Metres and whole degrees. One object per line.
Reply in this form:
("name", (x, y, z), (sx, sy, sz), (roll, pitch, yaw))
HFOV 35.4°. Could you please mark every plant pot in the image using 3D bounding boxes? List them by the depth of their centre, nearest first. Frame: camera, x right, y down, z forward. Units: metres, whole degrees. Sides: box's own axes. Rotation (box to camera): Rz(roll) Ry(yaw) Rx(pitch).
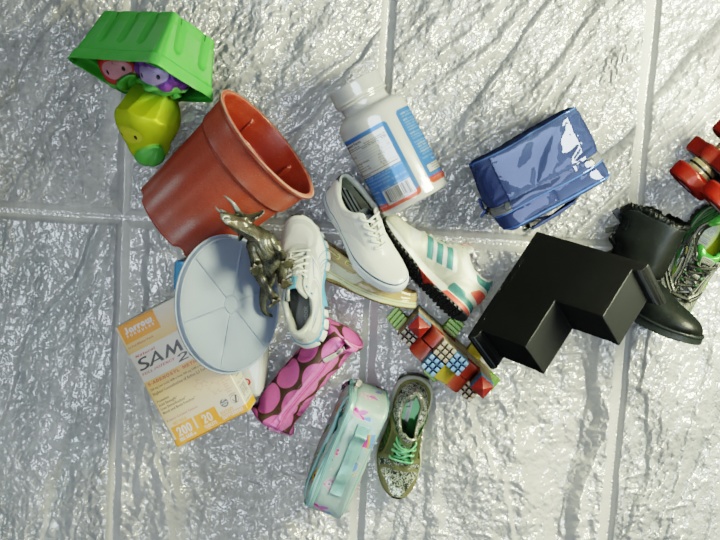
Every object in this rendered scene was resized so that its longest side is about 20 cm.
("plant pot", (-0.206, -0.127, 1.674), (0.195, 0.201, 0.201), (-39, 94, 15))

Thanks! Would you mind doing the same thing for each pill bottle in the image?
("pill bottle", (0.037, -0.192, 1.684), (0.112, 0.112, 0.201), (-27, 94, 6))

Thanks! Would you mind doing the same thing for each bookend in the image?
("bookend", (0.296, 0.068, 1.624), (0.199, 0.199, 0.092), (-55, 135, -17))

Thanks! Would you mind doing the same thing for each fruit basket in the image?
("fruit basket", (-0.319, -0.264, 1.650), (0.215, 0.155, 0.217), (-13, 65, 31))

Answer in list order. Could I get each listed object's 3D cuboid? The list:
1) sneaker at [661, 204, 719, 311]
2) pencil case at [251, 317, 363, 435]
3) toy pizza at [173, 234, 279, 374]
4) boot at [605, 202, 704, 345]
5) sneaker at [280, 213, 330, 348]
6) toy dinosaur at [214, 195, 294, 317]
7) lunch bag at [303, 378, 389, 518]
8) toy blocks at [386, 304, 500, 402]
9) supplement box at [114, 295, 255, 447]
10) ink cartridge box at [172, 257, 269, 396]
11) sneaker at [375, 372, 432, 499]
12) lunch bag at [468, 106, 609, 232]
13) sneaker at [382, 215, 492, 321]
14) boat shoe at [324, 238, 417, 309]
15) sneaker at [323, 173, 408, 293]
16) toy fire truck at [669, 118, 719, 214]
("sneaker", (0.495, -0.006, 1.695), (0.078, 0.085, 0.201), (23, 98, 0))
("pencil case", (-0.083, 0.166, 1.739), (0.091, 0.094, 0.200), (32, 100, -28))
("toy pizza", (-0.195, 0.049, 1.629), (0.032, 0.200, 0.202), (-3, 99, 41))
("boot", (0.441, 0.000, 1.665), (0.198, 0.073, 0.163), (30, 106, 37))
("sneaker", (-0.086, 0.011, 1.665), (0.074, 0.087, 0.201), (-9, 79, 11))
("toy dinosaur", (-0.134, -0.016, 1.613), (0.077, 0.103, 0.200), (-22, 138, 0))
("lunch bag", (-0.022, 0.265, 1.717), (0.077, 0.160, 0.201), (21, 98, 0))
("toy blocks", (0.127, 0.130, 1.705), (0.200, 0.137, 0.100), (42, 97, -2))
("supplement box", (-0.258, 0.140, 1.673), (0.126, 0.074, 0.201), (-27, 94, 6))
("ink cartridge box", (-0.214, 0.085, 1.744), (0.143, 0.085, 0.201), (5, 96, 3))
("sneaker", (0.065, 0.262, 1.748), (0.076, 0.089, 0.201), (8, 98, 2))
("lunch bag", (0.259, -0.137, 1.665), (0.199, 0.136, 0.133), (-30, 94, 6))
("sneaker", (0.119, -0.021, 1.732), (0.093, 0.070, 0.200), (-41, 85, -19))
("boat shoe", (0.000, 0.000, 1.726), (0.199, 0.074, 0.067), (22, 96, 1))
("sneaker", (0.007, -0.057, 1.682), (0.073, 0.071, 0.200), (-26, 68, -27))
("toy fire truck", (0.556, -0.118, 1.633), (0.112, 0.200, 0.168), (-46, 119, 8))
